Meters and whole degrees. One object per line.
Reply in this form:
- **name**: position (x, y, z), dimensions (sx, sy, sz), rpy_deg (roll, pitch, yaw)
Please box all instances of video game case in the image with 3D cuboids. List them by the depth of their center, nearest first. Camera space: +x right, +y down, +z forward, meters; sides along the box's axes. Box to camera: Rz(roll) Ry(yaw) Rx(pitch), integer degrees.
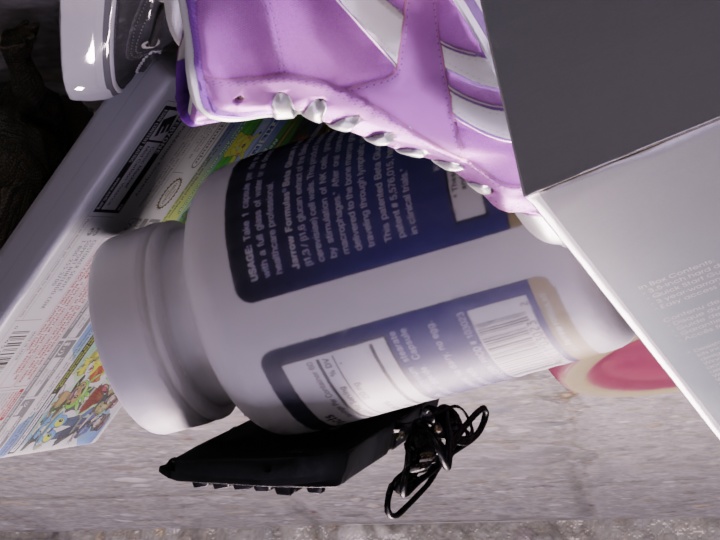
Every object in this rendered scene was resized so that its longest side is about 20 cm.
- **video game case**: position (-0.105, -0.002, 1.002), dimensions (0.022, 0.201, 0.182), rpy_deg (39, -167, 16)

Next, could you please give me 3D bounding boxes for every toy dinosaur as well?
- **toy dinosaur**: position (-0.151, -0.035, 0.982), dimensions (0.076, 0.201, 0.103), rpy_deg (-15, 126, 17)

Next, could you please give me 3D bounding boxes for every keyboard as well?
- **keyboard**: position (-0.008, 0.081, 0.975), dimensions (0.103, 0.040, 0.200), rpy_deg (-3, -176, 13)

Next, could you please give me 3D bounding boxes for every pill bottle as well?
- **pill bottle**: position (0.000, 0.000, 0.916), dimensions (0.199, 0.112, 0.111), rpy_deg (-16, 163, 18)

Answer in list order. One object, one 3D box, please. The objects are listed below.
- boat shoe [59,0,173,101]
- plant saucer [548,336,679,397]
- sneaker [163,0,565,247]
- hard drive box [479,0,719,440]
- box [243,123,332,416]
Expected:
- **boat shoe**: position (-0.069, -0.110, 0.810), dimensions (0.066, 0.070, 0.200), rpy_deg (2, 160, -6)
- **plant saucer**: position (0.155, 0.010, 1.032), dimensions (0.199, 0.051, 0.201), rpy_deg (-10, 164, -3)
- **sneaker**: position (0.002, -0.064, 0.760), dimensions (0.114, 0.073, 0.201), rpy_deg (-30, 129, 6)
- **hard drive box**: position (0.106, -0.052, 0.721), dimensions (0.076, 0.157, 0.200), rpy_deg (-21, 145, 17)
- **box**: position (0.002, -0.014, 1.070), dimensions (0.039, 0.138, 0.200), rpy_deg (4, 166, -27)
